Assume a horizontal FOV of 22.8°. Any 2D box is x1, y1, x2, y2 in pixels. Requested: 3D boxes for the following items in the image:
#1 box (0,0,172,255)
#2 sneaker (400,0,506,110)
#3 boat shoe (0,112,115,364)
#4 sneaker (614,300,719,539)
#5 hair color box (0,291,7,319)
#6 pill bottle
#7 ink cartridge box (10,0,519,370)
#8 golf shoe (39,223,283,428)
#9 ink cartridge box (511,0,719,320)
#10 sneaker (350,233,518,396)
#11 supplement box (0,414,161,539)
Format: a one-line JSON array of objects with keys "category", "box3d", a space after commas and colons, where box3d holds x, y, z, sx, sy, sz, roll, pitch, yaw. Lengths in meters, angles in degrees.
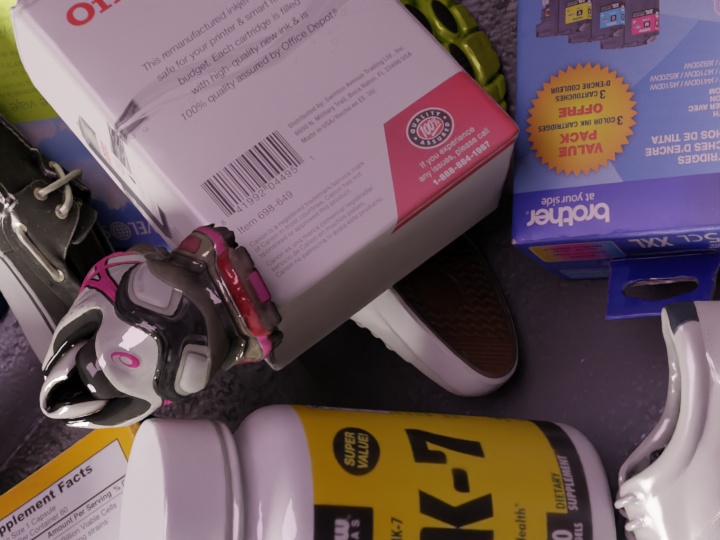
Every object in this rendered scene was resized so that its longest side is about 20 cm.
[{"category": "box", "box3d": [-0.157, -0.089, 0.957, 0.122, 0.200, 0.048, -4, 36, 26]}, {"category": "sneaker", "box3d": [0.006, -0.121, 0.938, 0.200, 0.074, 0.084, 55, 129, 23]}, {"category": "boat shoe", "box3d": [-0.169, -0.030, 0.937, 0.063, 0.200, 0.071, -14, 34, 22]}, {"category": "sneaker", "box3d": [0.144, 0.109, 0.774, 0.071, 0.073, 0.201, 9, 92, 3]}, {"category": "hair color box", "box3d": [-0.302, -0.033, 1.040, 0.199, 0.100, 0.061, 18, 86, 29]}, {"category": "pill bottle", "box3d": [0.001, 0.118, 0.782, 0.114, 0.199, 0.115, -175, 90, -72]}, {"category": "ink cartridge box", "box3d": [-0.046, -0.078, 0.833, 0.145, 0.085, 0.200, -36, 73, -16]}, {"category": "golf shoe", "box3d": [-0.108, 0.031, 0.785, 0.092, 0.200, 0.073, -28, 91, -22]}, {"category": "ink cartridge box", "box3d": [0.145, -0.072, 0.842, 0.136, 0.076, 0.201, -5, 76, 26]}, {"category": "sneaker", "box3d": [0.000, 0.000, 0.911, 0.200, 0.073, 0.085, 49, 131, 22]}, {"category": "supplement box", "box3d": [-0.091, 0.184, 0.865, 0.109, 0.109, 0.200, -34, 66, 11]}]
